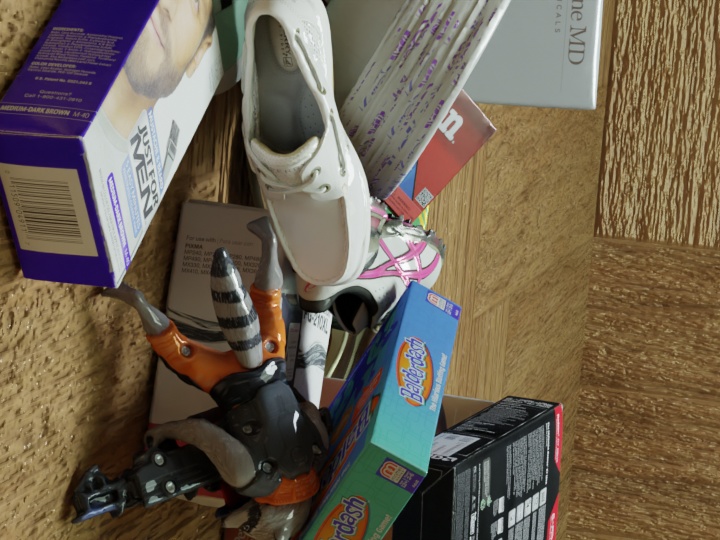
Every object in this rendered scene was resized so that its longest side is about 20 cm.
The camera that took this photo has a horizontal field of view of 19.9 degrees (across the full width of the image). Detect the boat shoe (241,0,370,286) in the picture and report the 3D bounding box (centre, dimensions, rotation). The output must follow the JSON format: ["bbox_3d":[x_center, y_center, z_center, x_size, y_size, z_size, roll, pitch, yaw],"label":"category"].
[{"bbox_3d":[-0.043,-0.076,1.280,0.069,0.070,0.202,-58,138,-65],"label":"boat shoe"}]

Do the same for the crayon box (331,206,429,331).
[{"bbox_3d":[0.011,-0.056,1.689,0.126,0.051,0.202,167,-66,-65],"label":"crayon box"}]

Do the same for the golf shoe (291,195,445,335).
[{"bbox_3d":[0.000,0.000,1.431,0.200,0.072,0.093,21,79,-65],"label":"golf shoe"}]

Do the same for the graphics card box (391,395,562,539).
[{"bbox_3d":[0.085,0.172,1.460,0.200,0.050,0.127,-21,116,-62],"label":"graphics card box"}]

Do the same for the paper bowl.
[{"bbox_3d":[0.024,-0.158,1.391,0.202,0.104,0.201,-58,-176,6],"label":"paper bowl"}]

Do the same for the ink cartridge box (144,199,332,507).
[{"bbox_3d":[-0.081,0.064,1.436,0.145,0.083,0.202,39,58,-73],"label":"ink cartridge box"}]

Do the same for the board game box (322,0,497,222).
[{"bbox_3d":[0.007,-0.136,1.511,0.103,0.019,0.200,-47,118,-6],"label":"board game box"}]

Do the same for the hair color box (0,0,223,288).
[{"bbox_3d":[-0.141,-0.098,1.174,0.201,0.064,0.110,-71,161,-45],"label":"hair color box"}]

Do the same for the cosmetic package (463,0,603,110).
[{"bbox_3d":[0.109,-0.232,1.781,0.166,0.198,0.169,-60,154,-82],"label":"cosmetic package"}]

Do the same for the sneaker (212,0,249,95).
[{"bbox_3d":[-0.084,-0.223,1.323,0.119,0.073,0.202,77,23,-48],"label":"sneaker"}]

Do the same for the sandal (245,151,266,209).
[{"bbox_3d":[-0.049,-0.121,1.544,0.080,0.053,0.202,69,29,-64],"label":"sandal"}]

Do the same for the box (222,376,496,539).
[{"bbox_3d":[0.008,0.169,1.603,0.106,0.198,0.154,40,58,-75],"label":"box"}]

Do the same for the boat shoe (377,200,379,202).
[{"bbox_3d":[0.007,-0.143,1.554,0.072,0.067,0.202,-81,159,-61],"label":"boat shoe"}]

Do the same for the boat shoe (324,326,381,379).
[{"bbox_3d":[-0.004,0.107,1.782,0.075,0.074,0.204,66,33,-63],"label":"boat shoe"}]

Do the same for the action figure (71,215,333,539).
[{"bbox_3d":[-0.091,0.088,1.274,0.199,0.104,0.195,-27,99,-34],"label":"action figure"}]

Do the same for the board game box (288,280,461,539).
[{"bbox_3d":[0.003,0.119,1.355,0.153,0.045,0.200,-58,-172,29],"label":"board game box"}]
